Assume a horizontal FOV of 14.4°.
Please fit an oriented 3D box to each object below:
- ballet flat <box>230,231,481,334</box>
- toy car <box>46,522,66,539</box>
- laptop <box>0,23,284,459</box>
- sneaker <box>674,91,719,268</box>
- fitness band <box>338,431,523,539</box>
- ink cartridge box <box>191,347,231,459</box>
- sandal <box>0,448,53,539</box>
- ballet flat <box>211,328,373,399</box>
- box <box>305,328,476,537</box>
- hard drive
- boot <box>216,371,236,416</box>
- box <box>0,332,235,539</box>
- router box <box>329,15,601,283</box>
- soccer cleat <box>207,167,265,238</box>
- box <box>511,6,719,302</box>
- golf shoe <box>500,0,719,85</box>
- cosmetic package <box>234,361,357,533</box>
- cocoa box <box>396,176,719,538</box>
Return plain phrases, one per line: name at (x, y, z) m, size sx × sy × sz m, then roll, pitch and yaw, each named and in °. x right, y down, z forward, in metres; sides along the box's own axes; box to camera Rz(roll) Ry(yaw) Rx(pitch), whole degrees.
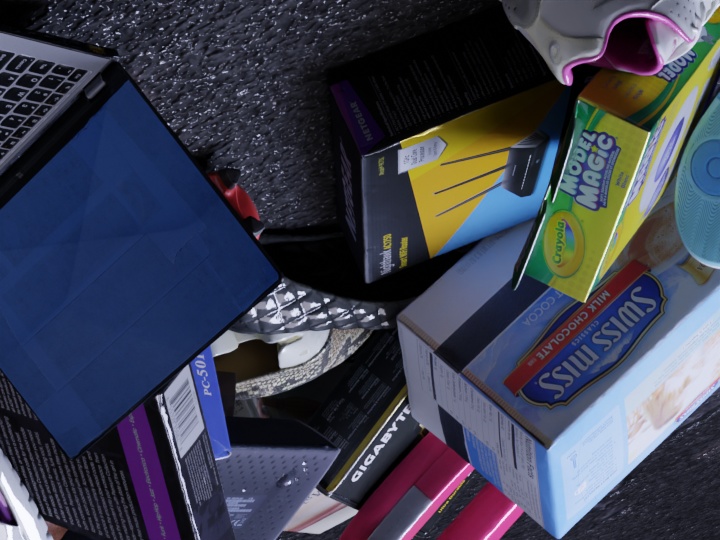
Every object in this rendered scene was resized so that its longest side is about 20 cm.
ballet flat at (0.000, 0.000, 1.704) m, size 0.200 × 0.066 × 0.057 m, roll -11°, pitch 152°, yaw -32°
toy car at (-0.224, 0.198, 1.767) m, size 0.158 × 0.200 × 0.164 m, roll -10°, pitch 157°, yaw -31°
laptop at (-0.178, -0.014, 1.345) m, size 0.200 × 0.116 × 0.187 m, roll 11°, pitch 142°, yaw -38°
sneaker at (0.250, -0.095, 1.610) m, size 0.131 × 0.080 × 0.200 m, roll -10°, pitch 126°, yaw -66°
fitness band at (0.055, 0.156, 1.860) m, size 0.200 × 0.037 × 0.144 m, roll -46°, pitch 155°, yaw -3°
ink cartridge box at (-0.158, 0.074, 1.586) m, size 0.044 × 0.094 × 0.200 m, roll -8°, pitch 175°, yaw -43°
sandal at (-0.215, 0.129, 1.525) m, size 0.082 × 0.203 × 0.050 m, roll -4°, pitch -142°, yaw 44°
ballet flat at (-0.080, 0.048, 1.730) m, size 0.200 × 0.068 × 0.075 m, roll -19°, pitch 171°, yaw -4°
box at (0.056, 0.070, 1.843) m, size 0.200 × 0.049 × 0.160 m, roll -52°, pitch 153°, yaw 3°
hard drive at (-0.114, 0.159, 1.658) m, size 0.135 × 0.042 × 0.200 m, roll 6°, pitch 130°, yaw -49°
boot at (-0.123, 0.126, 1.738) m, size 0.075 × 0.074 × 0.200 m, roll 6°, pitch 139°, yaw -5°
box at (-0.167, 0.076, 1.497) m, size 0.036 × 0.200 × 0.143 m, roll -53°, pitch 148°, yaw -36°
router box at (0.061, -0.072, 1.600) m, size 0.149 × 0.051 × 0.200 m, roll -22°, pitch 161°, yaw -6°
soccer cleat at (-0.143, -0.011, 1.520) m, size 0.200 × 0.069 × 0.085 m, roll -10°, pitch 161°, yaw -39°
box at (0.142, -0.069, 1.521) m, size 0.200 × 0.048 × 0.117 m, roll -46°, pitch 159°, yaw -51°
golf shoe at (0.153, -0.140, 1.477) m, size 0.200 × 0.092 × 0.075 m, roll -11°, pitch 155°, yaw -35°
cosmetic package at (-0.058, 0.114, 1.900) m, size 0.103 × 0.087 × 0.200 m, roll -34°, pitch 158°, yaw 24°
cocoa box at (0.140, 0.035, 1.728) m, size 0.200 × 0.131 × 0.133 m, roll -42°, pitch 154°, yaw -16°
